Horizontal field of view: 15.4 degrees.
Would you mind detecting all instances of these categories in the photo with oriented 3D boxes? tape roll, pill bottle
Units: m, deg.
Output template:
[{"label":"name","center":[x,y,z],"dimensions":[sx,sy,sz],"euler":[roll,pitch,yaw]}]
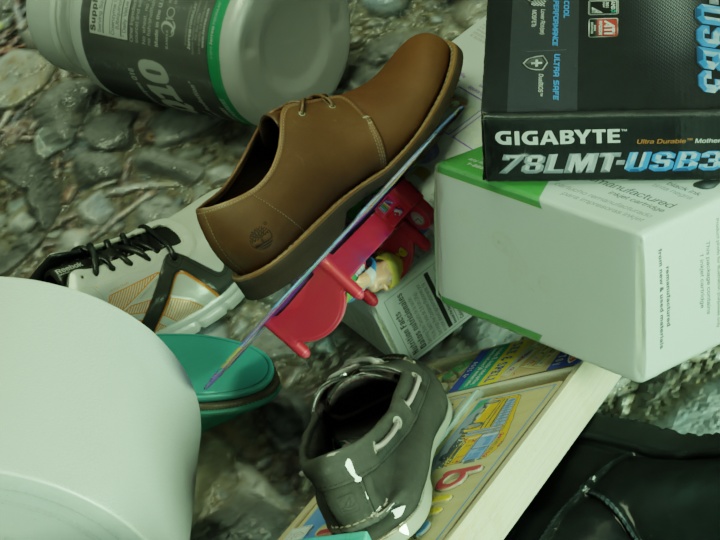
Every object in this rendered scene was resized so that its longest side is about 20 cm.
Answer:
[{"label":"tape roll","center":[-0.185,0.121,1.355],"dimensions":[0.203,0.203,0.139],"euler":[-14,40,15]},{"label":"pill bottle","center":[-0.113,-0.160,1.704],"dimensions":[0.200,0.113,0.113],"euler":[15,54,41]}]

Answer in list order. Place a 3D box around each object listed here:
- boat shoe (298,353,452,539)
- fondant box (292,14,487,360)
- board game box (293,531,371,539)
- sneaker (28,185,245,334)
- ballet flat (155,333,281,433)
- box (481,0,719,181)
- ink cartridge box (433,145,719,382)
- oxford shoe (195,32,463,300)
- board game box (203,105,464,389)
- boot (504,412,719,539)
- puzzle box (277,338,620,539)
[{"label":"boat shoe","center":[0.004,0.074,1.317],"dimensions":[0.067,0.057,0.200],"euler":[-27,18,11]},{"label":"fondant box","center":[0.052,-0.051,1.531],"dimensions":[0.200,0.058,0.144],"euler":[-37,40,-15]},{"label":"board game box","center":[-0.065,0.196,1.241],"dimensions":[0.200,0.152,0.045],"euler":[-9,41,20]},{"label":"sneaker","center":[-0.137,0.009,1.554],"dimensions":[0.200,0.080,0.074],"euler":[-41,39,-20]},{"label":"ballet flat","center":[-0.142,0.072,1.482],"dimensions":[0.200,0.070,0.067],"euler":[3,36,3]},{"label":"box","center":[0.164,-0.122,1.355],"dimensions":[0.198,0.050,0.200],"euler":[0,41,7]},{"label":"ink cartridge box","center":[0.158,-0.030,1.368],"dimensions":[0.200,0.083,0.147],"euler":[-23,30,-38]},{"label":"oxford shoe","center":[-0.015,-0.076,1.485],"dimensions":[0.200,0.071,0.071],"euler":[-48,20,-28]},{"label":"board game box","center":[0.000,0.000,1.387],"dimensions":[0.200,0.039,0.158],"euler":[-48,0,-15]},{"label":"boot","center":[0.125,0.148,1.250],"dimensions":[0.198,0.073,0.162],"euler":[10,48,46]},{"label":"puzzle box","center":[0.042,0.098,1.329],"dimensions":[0.133,0.025,0.200],"euler":[-15,23,40]}]
